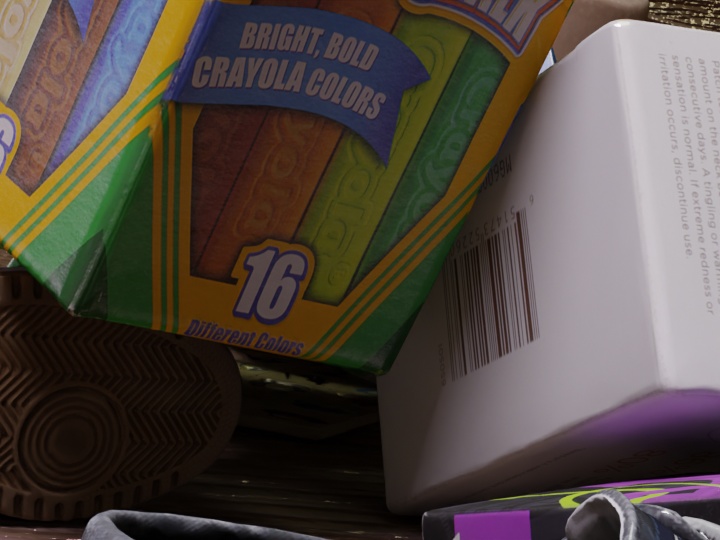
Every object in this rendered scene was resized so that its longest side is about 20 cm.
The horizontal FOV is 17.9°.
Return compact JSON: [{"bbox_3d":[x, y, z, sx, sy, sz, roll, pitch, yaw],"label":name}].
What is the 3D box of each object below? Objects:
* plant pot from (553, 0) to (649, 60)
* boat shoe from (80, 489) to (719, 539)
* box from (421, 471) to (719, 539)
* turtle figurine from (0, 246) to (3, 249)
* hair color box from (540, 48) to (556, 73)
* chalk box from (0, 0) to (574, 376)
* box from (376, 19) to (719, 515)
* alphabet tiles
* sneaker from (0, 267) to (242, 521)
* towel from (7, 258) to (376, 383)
[{"bbox_3d":[0.040,-0.063,1.000,0.199,0.175,0.200,20,20,-8],"label":"plant pot"},{"bbox_3d":[0.047,0.072,0.388,0.199,0.068,0.072,7,5,-9],"label":"boat shoe"},{"bbox_3d":[0.135,0.062,0.549,0.199,0.036,0.143,-6,-4,36],"label":"box"},{"bbox_3d":[-0.171,-0.064,1.040,0.193,0.201,0.144,13,19,5],"label":"turtle figurine"},{"bbox_3d":[-0.014,-0.024,0.864,0.199,0.061,0.100,-11,-21,10],"label":"hair color box"},{"bbox_3d":[-0.023,-0.092,0.628,0.124,0.201,0.124,12,20,-43],"label":"chalk box"},{"bbox_3d":[0.124,0.010,0.696,0.199,0.107,0.152,4,-20,-29],"label":"box"},{"bbox_3d":[-0.069,0.044,0.903,0.166,0.006,0.200,10,5,19],"label":"alphabet tiles"},{"bbox_3d":[-0.141,0.024,0.648,0.199,0.072,0.112,2,10,-25],"label":"sneaker"},{"bbox_3d":[0.000,0.000,0.814,0.152,0.024,0.200,-23,-27,37],"label":"towel"}]
